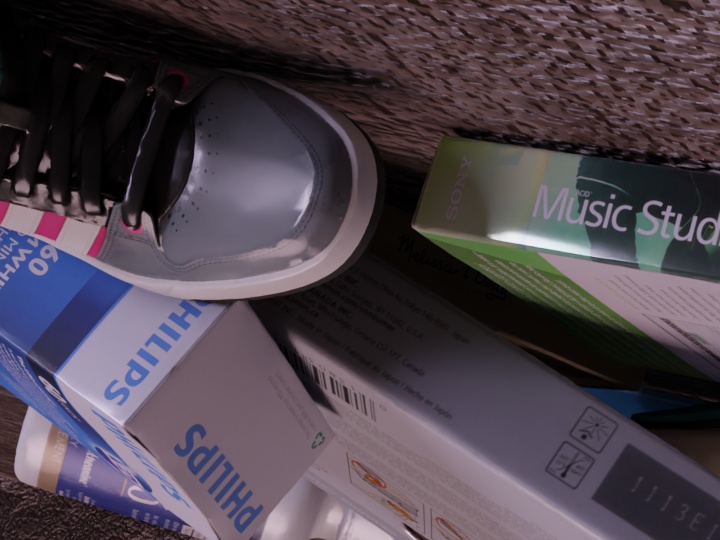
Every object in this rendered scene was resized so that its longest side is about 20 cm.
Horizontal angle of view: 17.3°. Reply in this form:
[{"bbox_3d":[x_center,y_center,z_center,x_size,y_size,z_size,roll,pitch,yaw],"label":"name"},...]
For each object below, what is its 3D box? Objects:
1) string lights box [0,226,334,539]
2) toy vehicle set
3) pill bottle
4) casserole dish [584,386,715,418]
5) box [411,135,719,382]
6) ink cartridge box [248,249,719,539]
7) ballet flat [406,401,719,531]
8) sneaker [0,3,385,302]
[{"bbox_3d":[-0.111,0.007,0.813,0.200,0.059,0.103,32,164,31],"label":"string lights box"},{"bbox_3d":[0.000,0.000,0.905,0.200,0.027,0.124,24,168,-32],"label":"toy vehicle set"},{"bbox_3d":[-0.071,0.086,1.241,0.200,0.111,0.111,17,170,-2],"label":"pill bottle"},{"bbox_3d":[0.104,0.093,1.001,0.200,0.039,0.121,11,-149,33],"label":"casserole dish"},{"bbox_3d":[0.135,0.009,0.716,0.200,0.036,0.144,9,167,33],"label":"box"},{"bbox_3d":[0.048,0.074,0.830,0.200,0.044,0.174,33,165,15],"label":"ink cartridge box"},{"bbox_3d":[0.101,0.079,0.918,0.200,0.070,0.069,0,168,5],"label":"ballet flat"},{"bbox_3d":[-0.101,-0.046,0.693,0.200,0.084,0.121,13,178,29],"label":"sneaker"}]
